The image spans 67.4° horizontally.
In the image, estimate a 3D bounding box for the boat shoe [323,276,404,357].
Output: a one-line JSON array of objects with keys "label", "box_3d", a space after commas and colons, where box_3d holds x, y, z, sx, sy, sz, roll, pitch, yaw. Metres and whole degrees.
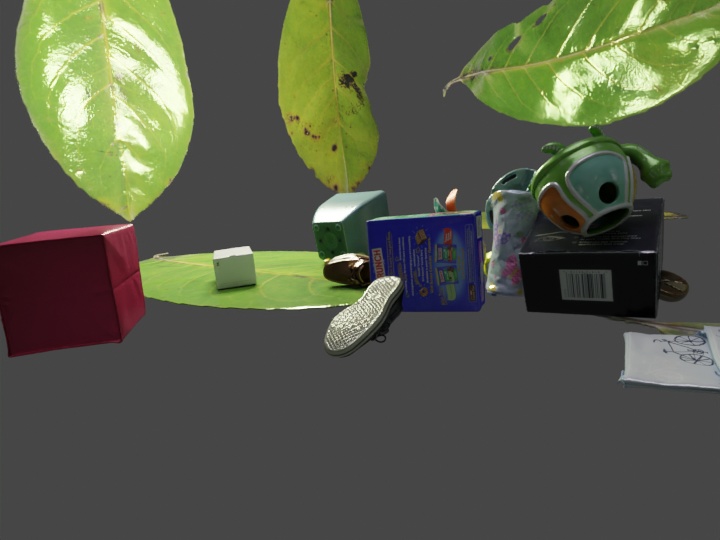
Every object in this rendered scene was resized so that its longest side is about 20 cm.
[{"label": "boat shoe", "box_3d": [0.014, 0.078, 0.822, 0.074, 0.063, 0.200, 5, 29, 28]}]

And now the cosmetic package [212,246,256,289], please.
[{"label": "cosmetic package", "box_3d": [-0.345, -0.012, 1.473, 0.106, 0.086, 0.200, -8, 11, -12]}]

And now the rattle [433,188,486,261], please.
[{"label": "rattle", "box_3d": [0.186, -0.066, 1.135, 0.129, 0.203, 0.142, 2, 12, 39]}]

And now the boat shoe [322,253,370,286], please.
[{"label": "boat shoe", "box_3d": [0.000, 0.000, 1.242, 0.198, 0.073, 0.067, 1, 9, 20]}]

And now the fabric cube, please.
[{"label": "fabric cube", "box_3d": [-0.532, 0.028, 1.010, 0.194, 0.203, 0.199, -6, 11, -10]}]

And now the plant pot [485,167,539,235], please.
[{"label": "plant pot", "box_3d": [0.371, -0.111, 1.121, 0.195, 0.203, 0.199, 16, -8, -43]}]

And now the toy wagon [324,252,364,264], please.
[{"label": "toy wagon", "box_3d": [0.000, -0.019, 1.458, 0.197, 0.040, 0.155, -4, 9, 11]}]

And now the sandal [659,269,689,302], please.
[{"label": "sandal", "box_3d": [0.484, 0.016, 0.954, 0.080, 0.055, 0.200, -21, 28, -12]}]

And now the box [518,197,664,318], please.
[{"label": "box", "box_3d": [0.387, -0.026, 0.891, 0.195, 0.119, 0.200, 1, 31, 32]}]

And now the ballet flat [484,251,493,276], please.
[{"label": "ballet flat", "box_3d": [0.312, 0.000, 1.111, 0.067, 0.068, 0.199, -28, 22, -33]}]

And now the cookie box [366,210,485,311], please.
[{"label": "cookie box", "box_3d": [0.119, -0.016, 0.978, 0.198, 0.173, 0.075, -1, 8, 22]}]

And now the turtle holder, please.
[{"label": "turtle holder", "box_3d": [0.364, -0.128, 0.837, 0.183, 0.133, 0.141, -6, -33, -24]}]

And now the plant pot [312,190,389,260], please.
[{"label": "plant pot", "box_3d": [-0.037, -0.119, 1.651, 0.194, 0.199, 0.200, 1, 21, 34]}]

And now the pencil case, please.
[{"label": "pencil case", "box_3d": [0.280, -0.050, 0.995, 0.090, 0.203, 0.083, 3, 2, 17]}]

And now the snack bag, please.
[{"label": "snack bag", "box_3d": [0.398, 0.097, 0.605, 0.198, 0.022, 0.188, -1, 11, 27]}]
